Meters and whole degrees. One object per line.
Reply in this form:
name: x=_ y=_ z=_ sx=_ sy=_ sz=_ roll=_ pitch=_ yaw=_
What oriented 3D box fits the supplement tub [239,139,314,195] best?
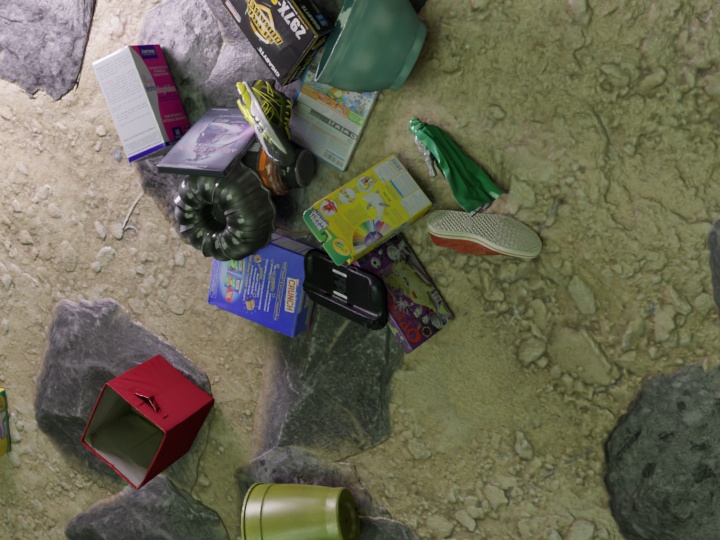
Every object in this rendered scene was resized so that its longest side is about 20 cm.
supplement tub: x=-0.188 y=-0.193 z=1.602 sx=0.199 sy=0.107 sz=0.107 roll=7 pitch=108 yaw=24

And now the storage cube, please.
storage cube: x=-0.448 y=0.317 z=1.839 sx=0.171 sy=0.180 sz=0.200 roll=36 pitch=116 yaw=12

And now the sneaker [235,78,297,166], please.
sneaker: x=-0.152 y=-0.272 z=1.529 sx=0.200 sy=0.084 sz=0.075 roll=59 pitch=164 yaw=25

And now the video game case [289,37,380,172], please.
video game case: x=-0.049 y=-0.298 z=1.555 sx=0.143 sy=0.018 sz=0.201 roll=32 pitch=117 yaw=14

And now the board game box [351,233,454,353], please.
board game box: x=0.072 y=0.033 z=1.539 sx=0.200 sy=0.120 sz=0.032 roll=57 pitch=148 yaw=0

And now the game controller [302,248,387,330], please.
game controller: x=-0.029 y=0.032 z=1.533 sx=0.200 sy=0.042 sz=0.105 roll=23 pitch=118 yaw=38

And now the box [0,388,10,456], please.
box: x=-0.939 y=0.357 z=2.163 sx=0.117 sy=0.048 sz=0.201 roll=11 pitch=112 yaw=23

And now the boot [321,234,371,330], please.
boot: x=0.000 y=0.000 z=1.590 sx=0.154 sy=0.072 sz=0.201 roll=32 pitch=123 yaw=16

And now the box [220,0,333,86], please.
box: x=-0.150 y=-0.447 z=1.507 sx=0.200 sy=0.049 sz=0.160 roll=55 pitch=143 yaw=1

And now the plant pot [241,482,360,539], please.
plant pot: x=-0.109 y=0.517 z=1.745 sx=0.192 sy=0.200 sz=0.201 roll=-13 pitch=100 yaw=16

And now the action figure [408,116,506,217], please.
action figure: x=0.147 y=-0.182 z=1.460 sx=0.200 sy=0.118 sz=0.055 roll=53 pitch=132 yaw=12

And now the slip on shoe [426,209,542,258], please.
slip on shoe: x=0.211 y=-0.055 z=1.483 sx=0.199 sy=0.074 sz=0.061 roll=11 pitch=145 yaw=16

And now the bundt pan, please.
bundt pan: x=-0.256 y=-0.103 z=1.574 sx=0.201 sy=0.076 sz=0.203 roll=12 pitch=120 yaw=22

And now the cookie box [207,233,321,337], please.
cookie box: x=-0.185 y=0.014 z=1.681 sx=0.199 sy=0.075 sz=0.172 roll=21 pitch=113 yaw=20

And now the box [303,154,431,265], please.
box: x=0.010 y=-0.098 z=1.490 sx=0.118 sy=0.200 sz=0.048 roll=54 pitch=163 yaw=11

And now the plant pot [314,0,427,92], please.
plant pot: x=0.025 y=-0.373 z=1.413 sx=0.134 sy=0.201 sz=0.201 roll=23 pitch=117 yaw=-12

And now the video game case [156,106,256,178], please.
video game case: x=-0.260 y=-0.237 z=1.577 sx=0.142 sy=0.200 sz=0.019 roll=7 pitch=133 yaw=23

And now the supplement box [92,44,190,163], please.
supplement box: x=-0.418 y=-0.324 z=1.676 sx=0.103 sy=0.101 sz=0.201 roll=-17 pitch=98 yaw=28
